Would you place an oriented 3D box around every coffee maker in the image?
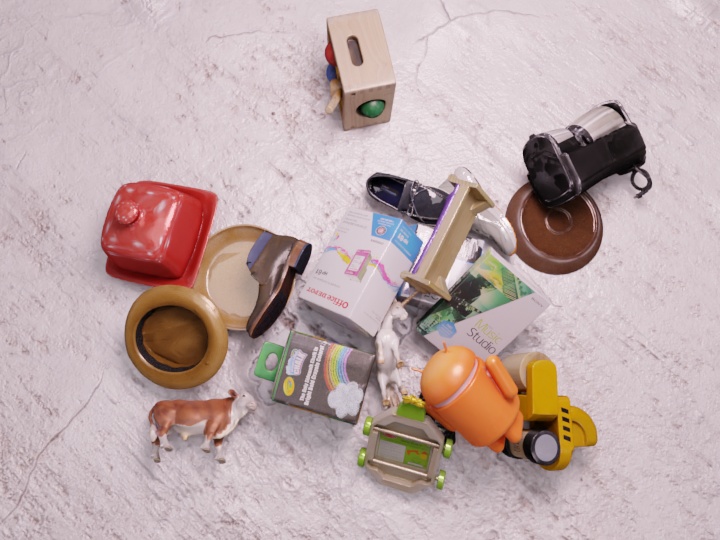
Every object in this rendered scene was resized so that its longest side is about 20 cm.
[{"bbox_3d":[0.430,-0.200,1.139,0.199,0.135,0.193,-29,67,-23],"label":"coffee maker"}]

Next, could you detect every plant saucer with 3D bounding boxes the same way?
[{"bbox_3d":[0.384,-0.094,1.194,0.197,0.035,0.203,0,77,-1],"label":"plant saucer"},{"bbox_3d":[-0.220,0.014,1.151,0.197,0.035,0.203,0,78,-2],"label":"plant saucer"}]

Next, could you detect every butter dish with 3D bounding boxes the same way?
[{"bbox_3d":[-0.387,-0.083,1.099,0.197,0.148,0.203,10,77,16],"label":"butter dish"}]

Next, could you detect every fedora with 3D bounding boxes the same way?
[{"bbox_3d":[-0.320,0.113,1.090,0.198,0.082,0.204,2,98,10],"label":"fedora"}]

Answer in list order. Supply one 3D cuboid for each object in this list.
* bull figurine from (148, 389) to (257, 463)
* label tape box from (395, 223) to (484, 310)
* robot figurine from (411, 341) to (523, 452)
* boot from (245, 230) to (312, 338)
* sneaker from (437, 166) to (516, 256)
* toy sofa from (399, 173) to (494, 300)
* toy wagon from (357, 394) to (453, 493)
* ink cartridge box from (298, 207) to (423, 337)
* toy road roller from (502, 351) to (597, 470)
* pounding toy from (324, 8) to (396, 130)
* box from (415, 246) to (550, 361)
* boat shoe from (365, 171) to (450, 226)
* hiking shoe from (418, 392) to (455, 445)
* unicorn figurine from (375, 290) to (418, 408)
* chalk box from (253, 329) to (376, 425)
[{"bbox_3d":[-0.278,0.270,1.069,0.197,0.066,0.122,-3,44,5],"label":"bull figurine"},{"bbox_3d":[0.121,-0.006,1.151,0.197,0.066,0.145,15,78,0],"label":"label tape box"},{"bbox_3d":[0.180,0.204,0.997,0.200,0.144,0.117,43,71,-6],"label":"robot figurine"},{"bbox_3d":[-0.174,0.020,1.105,0.096,0.075,0.201,24,70,15],"label":"boot"},{"bbox_3d":[0.219,-0.098,1.178,0.092,0.076,0.201,-36,74,0],"label":"sneaker"},{"bbox_3d":[0.141,-0.059,1.060,0.097,0.083,0.202,23,84,40],"label":"toy sofa"},{"bbox_3d":[0.079,0.291,1.038,0.153,0.040,0.202,13,115,10],"label":"toy wagon"},{"bbox_3d":[0.000,0.000,1.103,0.144,0.085,0.202,17,75,44],"label":"ink cartridge box"},{"bbox_3d":[0.331,0.247,1.076,0.144,0.123,0.203,2,80,-15],"label":"toy road roller"},{"bbox_3d":[-0.015,-0.364,1.166,0.140,0.184,0.203,-12,78,-4],"label":"pounding toy"},{"bbox_3d":[0.215,0.077,1.082,0.144,0.036,0.200,38,111,-8],"label":"box"},{"bbox_3d":[0.096,-0.136,1.158,0.198,0.062,0.075,23,100,16],"label":"boat shoe"},{"bbox_3d":[0.146,0.257,1.091,0.200,0.076,0.101,-43,90,4],"label":"hiking shoe"},{"bbox_3d":[0.053,0.145,1.073,0.073,0.138,0.202,11,113,-9],"label":"unicorn figurine"},{"bbox_3d":[-0.084,0.183,1.074,0.197,0.124,0.126,16,78,3],"label":"chalk box"}]
